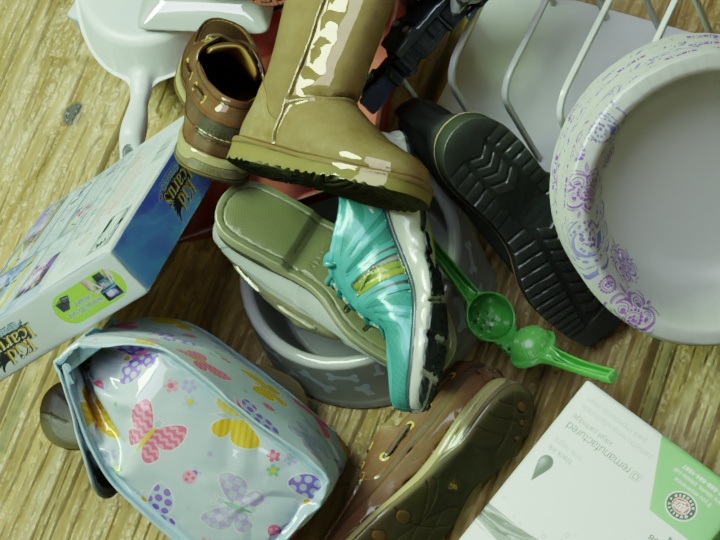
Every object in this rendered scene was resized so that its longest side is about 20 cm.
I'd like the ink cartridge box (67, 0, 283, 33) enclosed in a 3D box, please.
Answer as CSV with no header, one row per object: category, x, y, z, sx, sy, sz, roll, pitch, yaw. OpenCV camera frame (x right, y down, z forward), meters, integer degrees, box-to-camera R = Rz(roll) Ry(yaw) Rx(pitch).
ink cartridge box,-0.116,-0.252,1.762,0.200,0.041,0.200,25,79,29

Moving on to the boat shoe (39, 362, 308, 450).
boat shoe,-0.137,0.101,1.604,0.200,0.065,0.073,1,88,3

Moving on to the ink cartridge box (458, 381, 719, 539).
ink cartridge box,0.152,0.201,1.434,0.146,0.084,0.200,36,84,31

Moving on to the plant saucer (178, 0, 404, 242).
plant saucer,-0.048,-0.118,1.616,0.199,0.037,0.200,-17,49,35

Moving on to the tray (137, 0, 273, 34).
tray,-0.111,-0.273,1.704,0.107,0.022,0.200,4,57,8

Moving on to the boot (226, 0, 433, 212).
boot,0.002,-0.151,1.433,0.175,0.066,0.200,16,84,34

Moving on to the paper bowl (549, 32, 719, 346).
paper bowl,0.225,-0.058,1.425,0.201,0.201,0.104,-35,16,5

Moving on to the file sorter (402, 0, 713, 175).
file sorter,0.144,-0.155,1.568,0.200,0.125,0.139,20,76,28

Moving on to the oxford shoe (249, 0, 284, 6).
oxford shoe,-0.079,-0.247,1.590,0.074,0.071,0.200,-37,32,-23

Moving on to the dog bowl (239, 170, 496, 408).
dog bowl,0.000,0.000,1.597,0.200,0.059,0.200,-9,66,19

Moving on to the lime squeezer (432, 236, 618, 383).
lime squeezer,0.109,0.034,1.499,0.038,0.071,0.200,-30,54,-31

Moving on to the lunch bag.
lunch bag,-0.119,0.115,1.486,0.200,0.170,0.127,41,95,0

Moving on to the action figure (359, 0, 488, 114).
action figure,0.028,-0.221,1.516,0.200,0.105,0.193,-54,42,-5

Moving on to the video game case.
video game case,-0.197,-0.017,1.571,0.181,0.045,0.200,-29,21,32

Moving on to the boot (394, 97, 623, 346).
boot,0.109,-0.045,1.543,0.077,0.200,0.138,-37,22,-6

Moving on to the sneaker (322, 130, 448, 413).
sneaker,0.015,0.004,1.464,0.080,0.078,0.200,-12,74,7

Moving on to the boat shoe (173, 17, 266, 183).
boat shoe,-0.095,-0.139,1.563,0.072,0.068,0.200,14,30,-11

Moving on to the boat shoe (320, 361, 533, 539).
boat shoe,0.035,0.147,1.510,0.200,0.072,0.068,-47,49,-9

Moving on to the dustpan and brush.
dustpan and brush,-0.172,-0.178,1.700,0.139,0.057,0.200,3,57,10

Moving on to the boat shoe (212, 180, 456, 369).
boat shoe,-0.017,0.011,1.525,0.200,0.068,0.075,37,69,10
